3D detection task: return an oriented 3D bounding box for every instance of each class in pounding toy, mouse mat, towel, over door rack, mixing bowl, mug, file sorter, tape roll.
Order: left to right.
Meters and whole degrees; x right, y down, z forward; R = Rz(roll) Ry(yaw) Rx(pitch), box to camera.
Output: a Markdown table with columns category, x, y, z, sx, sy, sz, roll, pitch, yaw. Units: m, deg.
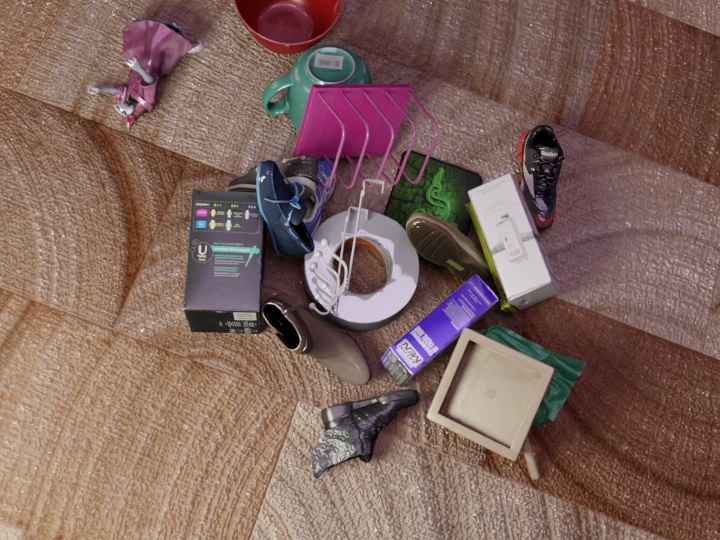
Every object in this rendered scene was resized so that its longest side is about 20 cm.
| category | x | y | z | sx | sy | sz | roll | pitch | yaw |
| --- | --- | --- | --- | --- | --- | --- | --- | --- | --- |
| mixing bowl | -0.136 | -0.478 | 1.607 | 0.197 | 0.109 | 0.203 | 2 | 72 | -7 |
| mug | -0.066 | -0.317 | 1.543 | 0.184 | 0.115 | 0.152 | -37 | 68 | -24 |
| over door rack | -0.033 | -0.040 | 1.390 | 0.066 | 0.148 | 0.202 | 22 | 73 | -5 |
| tape roll | 0.000 | 0.000 | 1.492 | 0.197 | 0.066 | 0.203 | 2 | 74 | -7 |
| file sorter | 0.012 | -0.223 | 1.478 | 0.198 | 0.140 | 0.126 | -8 | 45 | -32 |
| mouse mat | 0.128 | -0.112 | 1.581 | 0.159 | 0.008 | 0.202 | 18 | 72 | -2 |
| towel | 0.230 | -0.020 | 1.527 | 0.018 | 0.086 | 0.202 | -21 | 73 | 14 |
| pounding toy | 0.231 | 0.221 | 1.416 | 0.198 | 0.142 | 0.186 | 24 | 90 | 15 |

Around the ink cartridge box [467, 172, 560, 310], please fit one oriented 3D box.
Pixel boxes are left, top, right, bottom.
| category | x | y | z | sx | sy | sz | roll | pitch | yaw |
| --- | --- | --- | --- | --- | --- | --- | --- | --- | --- |
| ink cartridge box | 0.267 | -0.046 | 1.499 | 0.082 | 0.146 | 0.202 | -22 | 75 | 14 |

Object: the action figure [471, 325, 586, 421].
| category | x | y | z | sx | sy | sz | roll | pitch | yaw |
| --- | --- | --- | --- | --- | --- | --- | --- | --- | --- |
| action figure | 0.270 | 0.156 | 1.490 | 0.199 | 0.055 | 0.119 | 32 | 72 | 10 |

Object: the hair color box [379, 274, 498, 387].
| category | x | y | z | sx | sy | sz | roll | pitch | yaw |
| --- | --- | --- | --- | --- | --- | --- | --- | --- | --- |
| hair color box | 0.130 | 0.102 | 1.458 | 0.200 | 0.109 | 0.065 | -40 | 81 | -18 |

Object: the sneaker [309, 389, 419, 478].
| category | x | y | z | sx | sy | sz | roll | pitch | yaw |
| --- | --- | --- | --- | --- | --- | --- | --- | --- | --- |
| sneaker | 0.008 | 0.264 | 1.417 | 0.197 | 0.060 | 0.105 | -11 | 73 | -6 |

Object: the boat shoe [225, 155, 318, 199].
| category | x | y | z | sx | sy | sz | roll | pitch | yaw |
| --- | --- | --- | --- | --- | --- | --- | --- | --- | --- |
| boat shoe | -0.149 | -0.153 | 1.476 | 0.199 | 0.071 | 0.061 | -3 | 67 | 38 |

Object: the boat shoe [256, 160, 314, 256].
| category | x | y | z | sx | sy | sz | roll | pitch | yaw |
| --- | --- | --- | --- | --- | --- | --- | --- | --- | --- |
| boat shoe | -0.115 | -0.102 | 1.391 | 0.068 | 0.201 | 0.085 | 2 | 57 | 13 |

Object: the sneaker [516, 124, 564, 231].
| category | x | y | z | sx | sy | sz | roll | pitch | yaw |
| --- | --- | --- | --- | --- | --- | --- | --- | --- | --- |
| sneaker | 0.329 | -0.176 | 1.583 | 0.070 | 0.098 | 0.203 | 4 | 73 | -9 |

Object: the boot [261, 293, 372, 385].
| category | x | y | z | sx | sy | sz | roll | pitch | yaw |
| --- | --- | --- | --- | --- | --- | --- | --- | --- | --- |
| boot | -0.077 | 0.116 | 1.399 | 0.200 | 0.146 | 0.070 | 41 | 99 | 15 |

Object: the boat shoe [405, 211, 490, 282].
| category | x | y | z | sx | sy | sz | roll | pitch | yaw |
| --- | --- | --- | --- | --- | --- | --- | --- | --- | --- |
| boat shoe | 0.149 | -0.052 | 1.503 | 0.199 | 0.071 | 0.077 | 37 | 42 | -37 |

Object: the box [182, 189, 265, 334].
| category | x | y | z | sx | sy | sz | roll | pitch | yaw |
| --- | --- | --- | --- | --- | --- | --- | --- | --- | --- |
| box | -0.218 | -0.012 | 1.422 | 0.123 | 0.149 | 0.203 | 2 | 72 | -5 |

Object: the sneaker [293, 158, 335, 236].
| category | x | y | z | sx | sy | sz | roll | pitch | yaw |
| --- | --- | --- | --- | --- | --- | --- | --- | --- | --- |
| sneaker | -0.084 | -0.141 | 1.522 | 0.075 | 0.077 | 0.202 | 11 | 68 | -3 |

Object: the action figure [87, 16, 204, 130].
| category | x | y | z | sx | sy | sz | roll | pitch | yaw |
| --- | --- | --- | --- | --- | --- | --- | --- | --- | --- |
| action figure | -0.386 | -0.343 | 1.552 | 0.148 | 0.133 | 0.203 | 18 | 80 | -47 |
